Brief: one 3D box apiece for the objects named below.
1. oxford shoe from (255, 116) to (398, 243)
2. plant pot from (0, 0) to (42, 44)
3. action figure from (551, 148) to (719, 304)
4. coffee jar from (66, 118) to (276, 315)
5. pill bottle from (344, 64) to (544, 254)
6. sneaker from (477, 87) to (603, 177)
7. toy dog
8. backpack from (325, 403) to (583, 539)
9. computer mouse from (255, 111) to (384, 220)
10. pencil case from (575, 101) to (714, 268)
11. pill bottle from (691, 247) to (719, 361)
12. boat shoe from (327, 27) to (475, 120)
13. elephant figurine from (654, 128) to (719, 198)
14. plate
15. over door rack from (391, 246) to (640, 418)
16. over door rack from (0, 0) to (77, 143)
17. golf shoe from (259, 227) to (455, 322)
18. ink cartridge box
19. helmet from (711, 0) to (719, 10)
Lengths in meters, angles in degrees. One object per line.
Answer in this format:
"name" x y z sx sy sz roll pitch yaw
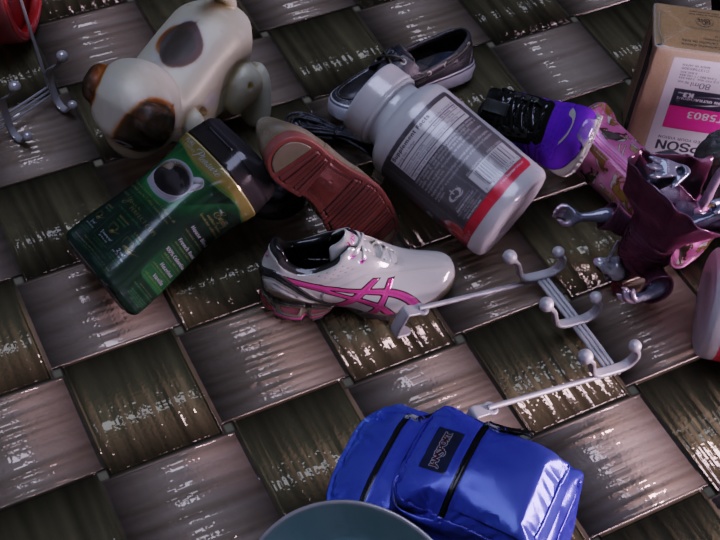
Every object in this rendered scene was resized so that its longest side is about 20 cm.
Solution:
"oxford shoe" -0.031 -0.092 1.352 0.070 0.200 0.075 -40 43 7
"plant pot" -0.471 -0.361 1.526 0.181 0.201 0.202 1 49 0
"action figure" 0.288 -0.045 1.317 0.148 0.200 0.135 -19 67 -20
"coffee jar" -0.184 -0.056 1.325 0.200 0.085 0.104 -41 56 -8
"pill bottle" 0.083 -0.120 1.384 0.200 0.111 0.111 41 57 10
"sneaker" 0.175 -0.153 1.410 0.099 0.200 0.070 27 88 -16
"toy dog" -0.195 -0.192 1.415 0.139 0.194 0.200 39 50 11
"backpack" 0.071 0.196 1.119 0.199 0.169 0.163 19 44 18
"computer mouse" -0.045 -0.096 1.437 0.139 0.046 0.200 14 38 13
"pencil case" 0.294 -0.093 1.429 0.082 0.087 0.200 -17 50 -30
"pill bottle" 0.432 0.048 1.305 0.198 0.111 0.111 11 49 5
"boat shoe" 0.049 -0.229 1.531 0.199 0.067 0.070 -20 43 -23
"elephant figurine" 0.408 -0.102 1.400 0.200 0.156 0.141 41 22 12
"plate" -0.004 0.277 1.057 0.199 0.202 0.026 22 12 14
"over door rack" 0.152 0.059 1.294 0.199 0.067 0.148 -20 53 -20
"over door rack" -0.389 -0.220 1.414 0.066 0.201 0.148 14 44 42
"golf shoe" 0.000 0.000 1.326 0.198 0.093 0.073 -5 48 -10
"ink cartridge box" 0.401 -0.199 1.477 0.198 0.165 0.076 7 52 2
"helmet" 0.506 -0.295 1.552 0.199 0.191 0.201 -24 41 22
